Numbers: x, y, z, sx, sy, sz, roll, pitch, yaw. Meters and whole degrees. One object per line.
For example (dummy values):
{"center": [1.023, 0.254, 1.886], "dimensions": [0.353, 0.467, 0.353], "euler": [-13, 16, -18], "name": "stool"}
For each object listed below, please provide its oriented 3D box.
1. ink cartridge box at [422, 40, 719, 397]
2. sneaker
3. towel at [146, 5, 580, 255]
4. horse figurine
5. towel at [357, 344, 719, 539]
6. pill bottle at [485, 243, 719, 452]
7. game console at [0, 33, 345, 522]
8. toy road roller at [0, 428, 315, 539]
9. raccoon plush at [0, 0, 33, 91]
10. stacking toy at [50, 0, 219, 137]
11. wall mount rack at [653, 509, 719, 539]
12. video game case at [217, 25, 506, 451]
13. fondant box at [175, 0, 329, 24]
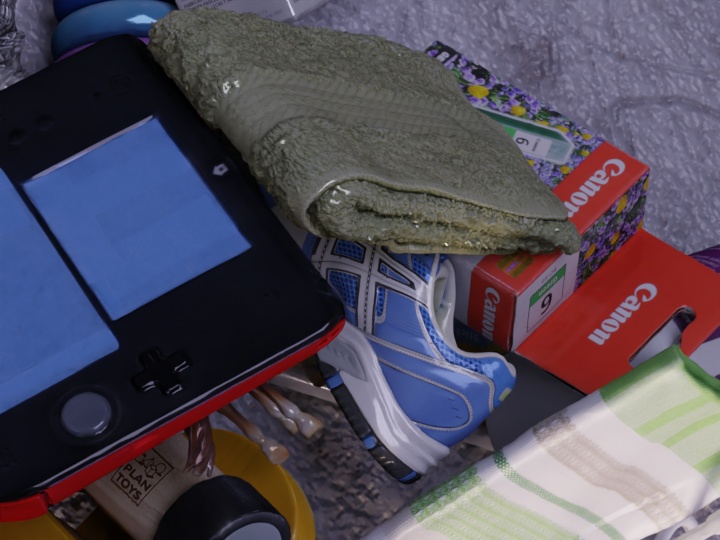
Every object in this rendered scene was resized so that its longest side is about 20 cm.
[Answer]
{"center": [0.081, -0.022, 1.236], "dimensions": [0.200, 0.050, 0.109], "euler": [33, 57, 24], "name": "ink cartridge box"}
{"center": [0.000, 0.000, 1.198], "dimensions": [0.077, 0.076, 0.200], "euler": [-33, 76, 5], "name": "sneaker"}
{"center": [0.006, -0.063, 1.152], "dimensions": [0.200, 0.036, 0.148], "euler": [4, 37, -50], "name": "towel"}
{"center": [-0.076, 0.031, 1.137], "dimensions": [0.133, 0.200, 0.050], "euler": [38, 99, -4], "name": "horse figurine"}
{"center": [0.094, 0.114, 1.189], "dimensions": [0.149, 0.200, 0.031], "euler": [30, 31, -56], "name": "towel"}
{"center": [0.162, 0.053, 1.297], "dimensions": [0.200, 0.112, 0.112], "euler": [-17, 85, -36], "name": "pill bottle"}
{"center": [-0.127, -0.001, 1.069], "dimensions": [0.177, 0.031, 0.200], "euler": [-31, 56, -9], "name": "game console"}
{"center": [-0.105, 0.159, 1.135], "dimensions": [0.200, 0.123, 0.146], "euler": [-47, 142, -6], "name": "toy road roller"}
{"center": [-0.164, -0.120, 1.192], "dimensions": [0.134, 0.097, 0.200], "euler": [43, 62, -13], "name": "raccoon plush"}
{"center": [-0.115, -0.155, 1.239], "dimensions": [0.085, 0.085, 0.200], "euler": [4, 71, -26], "name": "stacking toy"}
{"center": [0.151, 0.201, 1.245], "dimensions": [0.200, 0.075, 0.174], "euler": [-66, 148, -24], "name": "wall mount rack"}
{"center": [0.011, -0.017, 1.299], "dimensions": [0.200, 0.023, 0.182], "euler": [18, 69, -23], "name": "video game case"}
{"center": [-0.068, -0.217, 1.237], "dimensions": [0.200, 0.058, 0.144], "euler": [66, 25, -8], "name": "fondant box"}
